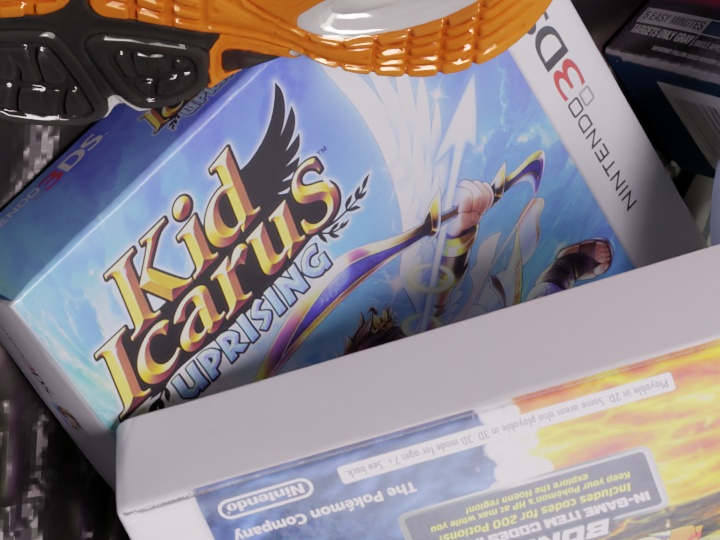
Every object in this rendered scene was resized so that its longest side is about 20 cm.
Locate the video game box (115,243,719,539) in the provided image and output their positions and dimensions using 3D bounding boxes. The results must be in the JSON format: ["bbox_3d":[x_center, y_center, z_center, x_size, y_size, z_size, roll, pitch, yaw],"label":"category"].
[{"bbox_3d":[0.052,0.094,0.869,0.199,0.047,0.183,-17,129,10],"label":"video game box"}]

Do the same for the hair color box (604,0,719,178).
[{"bbox_3d":[0.183,-0.113,0.976,0.200,0.100,0.061,-47,123,-15],"label":"hair color box"}]

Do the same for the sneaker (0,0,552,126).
[{"bbox_3d":[-0.048,-0.100,0.835,0.199,0.092,0.076,-3,140,-12],"label":"sneaker"}]

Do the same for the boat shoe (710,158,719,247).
[{"bbox_3d":[0.151,-0.045,0.870,0.073,0.067,0.201,-6,108,-28],"label":"boat shoe"}]

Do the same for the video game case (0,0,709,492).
[{"bbox_3d":[0.000,0.000,0.914,0.200,0.045,0.182,-45,124,-16],"label":"video game case"}]

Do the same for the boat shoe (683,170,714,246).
[{"bbox_3d":[0.183,-0.039,1.019,0.200,0.068,0.072,-42,124,-18],"label":"boat shoe"}]
